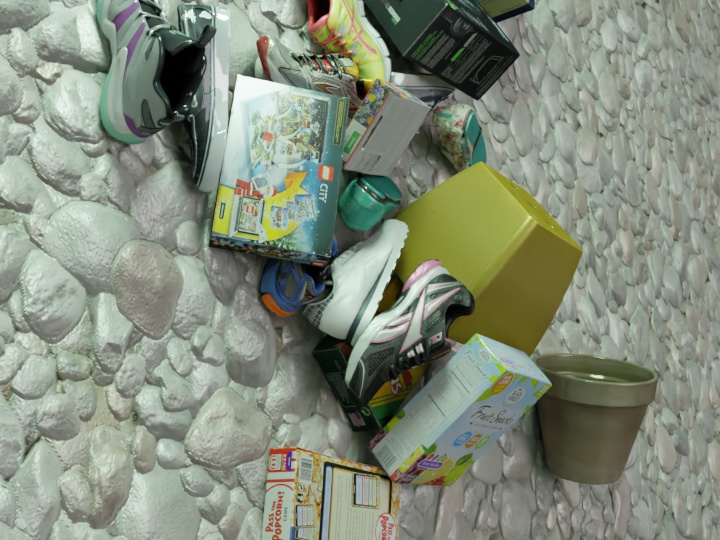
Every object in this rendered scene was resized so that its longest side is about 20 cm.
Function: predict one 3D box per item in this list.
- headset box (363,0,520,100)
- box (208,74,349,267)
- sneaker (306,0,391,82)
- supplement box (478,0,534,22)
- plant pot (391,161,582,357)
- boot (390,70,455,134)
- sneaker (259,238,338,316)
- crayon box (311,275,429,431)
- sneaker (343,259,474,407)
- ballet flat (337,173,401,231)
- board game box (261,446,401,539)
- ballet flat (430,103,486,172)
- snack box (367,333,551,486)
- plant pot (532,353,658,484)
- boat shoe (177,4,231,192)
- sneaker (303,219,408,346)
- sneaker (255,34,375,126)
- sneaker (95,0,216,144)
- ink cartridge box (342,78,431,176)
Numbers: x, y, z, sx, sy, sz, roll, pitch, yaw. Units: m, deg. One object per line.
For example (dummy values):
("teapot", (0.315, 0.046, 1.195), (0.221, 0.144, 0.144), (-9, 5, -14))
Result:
("headset box", (0.100, -0.354, 1.369), (0.199, 0.093, 0.175), (17, 35, -47))
("box", (-0.091, -0.114, 1.120), (0.135, 0.038, 0.203), (11, 70, -11))
("sneaker", (-0.029, -0.305, 1.280), (0.090, 0.078, 0.202), (-28, 98, -42))
("supplement box", (0.167, -0.516, 1.516), (0.199, 0.133, 0.203), (28, 60, -45))
("plant pot", (0.171, -0.020, 1.302), (0.199, 0.177, 0.201), (24, 24, -46))
("boot", (0.073, -0.236, 1.401), (0.199, 0.072, 0.092), (-14, 114, -55))
("sneaker", (-0.056, -0.041, 1.171), (0.075, 0.078, 0.202), (33, 57, -43))
("crayon box", (0.030, 0.095, 1.270), (0.200, 0.050, 0.128), (-49, 119, -46))
("sneaker", (0.061, 0.081, 1.150), (0.201, 0.086, 0.080), (-53, 157, -12))
("ballet flat", (0.005, -0.086, 1.259), (0.067, 0.071, 0.200), (42, 12, 2))
("board game box", (-0.030, 0.299, 1.149), (0.199, 0.046, 0.154), (26, 62, -46))
("ballet flat", (0.147, -0.195, 1.460), (0.200, 0.063, 0.076), (56, 52, -67))
("snack box", (0.128, 0.182, 1.239), (0.068, 0.200, 0.168), (49, 15, 30))
("plant pot", (0.365, 0.238, 1.564), (0.199, 0.198, 0.176), (-5, 101, -51))
("boat shoe", (-0.179, -0.187, 1.066), (0.067, 0.072, 0.203), (2, 94, -17))
("sneaker", (0.000, 0.000, 1.205), (0.077, 0.080, 0.201), (107, 7, -46))
("sneaker", (-0.051, -0.243, 1.209), (0.199, 0.082, 0.079), (21, 40, -49))
("sneaker", (-0.197, -0.236, 0.989), (0.077, 0.139, 0.203), (3, 80, -50))
("ink cartridge box", (0.020, -0.177, 1.219), (0.110, 0.050, 0.200), (-58, 167, 12))
